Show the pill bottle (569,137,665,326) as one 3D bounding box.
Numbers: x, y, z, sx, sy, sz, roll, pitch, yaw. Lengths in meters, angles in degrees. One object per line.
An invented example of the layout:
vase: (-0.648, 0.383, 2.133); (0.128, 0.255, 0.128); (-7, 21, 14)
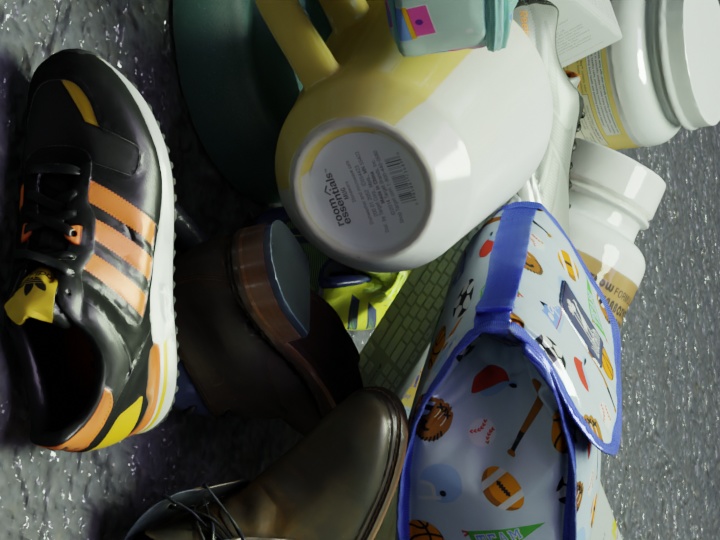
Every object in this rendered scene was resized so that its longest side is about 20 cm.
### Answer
pill bottle: (0.151, 0.006, 1.253); (0.114, 0.114, 0.200); (32, 83, -58)

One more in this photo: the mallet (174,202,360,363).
mallet: (-0.082, 0.014, 0.960); (0.200, 0.066, 0.041); (41, 13, -35)

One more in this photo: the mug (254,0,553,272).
mug: (0.006, -0.081, 0.943); (0.150, 0.186, 0.153); (-64, 175, 29)

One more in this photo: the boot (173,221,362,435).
boot: (-0.061, 0.053, 0.933); (0.075, 0.097, 0.200); (-88, 162, -44)

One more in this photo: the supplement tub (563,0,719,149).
supplement tub: (0.177, -0.165, 1.306); (0.145, 0.200, 0.146); (14, 75, -62)

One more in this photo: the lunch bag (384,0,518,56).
lunch bag: (0.043, -0.220, 0.886); (0.160, 0.077, 0.200); (78, 8, -46)

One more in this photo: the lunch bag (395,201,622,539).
lunch bag: (0.087, 0.081, 0.940); (0.170, 0.124, 0.200); (-68, 160, -63)

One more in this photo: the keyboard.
keyboard: (0.036, 0.028, 1.051); (0.011, 0.056, 0.200); (23, 104, -40)

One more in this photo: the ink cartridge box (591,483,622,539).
ink cartridge box: (0.108, 0.243, 1.175); (0.200, 0.144, 0.145); (66, 33, -33)

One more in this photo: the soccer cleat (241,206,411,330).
soccer cleat: (0.000, 0.001, 1.064); (0.200, 0.084, 0.065); (20, 69, -61)

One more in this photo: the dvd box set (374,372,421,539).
dvd box set: (0.055, 0.138, 1.086); (0.029, 0.146, 0.200); (75, 28, -44)

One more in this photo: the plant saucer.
plant saucer: (-0.049, -0.143, 1.042); (0.200, 0.036, 0.200); (12, 76, -62)

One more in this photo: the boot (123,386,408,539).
boot: (-0.058, 0.138, 0.862); (0.097, 0.075, 0.200); (22, 108, -52)

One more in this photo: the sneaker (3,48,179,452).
sneaker: (-0.139, -0.008, 0.808); (0.090, 0.070, 0.200); (-22, 108, -65)

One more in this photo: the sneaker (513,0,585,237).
sneaker: (0.115, -0.080, 1.061); (0.079, 0.074, 0.200); (-22, 116, -15)

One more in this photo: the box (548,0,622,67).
box: (0.073, -0.196, 1.101); (0.200, 0.124, 0.098); (17, 53, -60)
